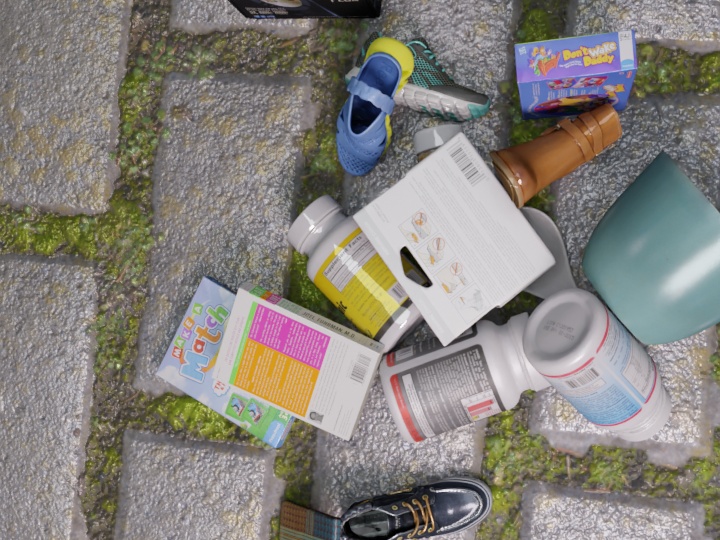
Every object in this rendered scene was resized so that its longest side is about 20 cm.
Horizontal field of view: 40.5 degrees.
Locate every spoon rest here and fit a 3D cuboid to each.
[{"bbox_3d":[0.239,0.007,1.235,0.099,0.061,0.201,-42,81,6],"label":"spoon rest"}]

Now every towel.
[{"bbox_3d":[-0.067,0.409,1.253,0.146,0.021,0.205,-2,84,56],"label":"towel"}]

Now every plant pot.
[{"bbox_3d":[0.359,-0.011,1.149,0.161,0.200,0.202,-42,80,17],"label":"plant pot"}]

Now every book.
[{"bbox_3d":[-0.080,0.115,1.241,0.197,0.048,0.136,25,116,10],"label":"book"}]

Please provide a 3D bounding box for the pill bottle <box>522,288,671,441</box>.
[{"bbox_3d":[0.285,0.118,1.151,0.109,0.109,0.200,-44,123,6],"label":"pill bottle"}]

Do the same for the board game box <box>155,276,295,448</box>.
[{"bbox_3d":[-0.160,0.123,1.324,0.198,0.037,0.153,28,93,13],"label":"board game box"}]

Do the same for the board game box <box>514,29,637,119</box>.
[{"bbox_3d":[0.256,-0.230,1.172,0.132,0.200,0.046,-4,86,11],"label":"board game box"}]

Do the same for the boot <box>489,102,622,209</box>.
[{"bbox_3d":[0.242,-0.141,1.170,0.153,0.200,0.078,-27,85,17],"label":"boot"}]

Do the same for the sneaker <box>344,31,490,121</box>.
[{"bbox_3d":[0.080,-0.258,1.276,0.197,0.078,0.093,18,87,10],"label":"sneaker"}]

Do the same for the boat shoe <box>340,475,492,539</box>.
[{"bbox_3d":[0.070,0.313,1.238,0.196,0.091,0.072,-14,85,10],"label":"boat shoe"}]

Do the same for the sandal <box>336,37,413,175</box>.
[{"bbox_3d":[0.004,-0.196,1.239,0.078,0.202,0.088,24,48,8],"label":"sandal"}]

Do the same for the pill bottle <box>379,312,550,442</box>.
[{"bbox_3d":[0.132,0.131,1.222,0.197,0.116,0.118,-20,83,10],"label":"pill bottle"}]

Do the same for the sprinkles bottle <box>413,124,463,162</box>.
[{"bbox_3d":[0.115,-0.082,1.261,0.067,0.068,0.204,-9,86,11],"label":"sprinkles bottle"}]

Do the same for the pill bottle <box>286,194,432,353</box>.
[{"bbox_3d":[0.000,0.000,1.259,0.111,0.111,0.200,-45,79,6],"label":"pill bottle"}]

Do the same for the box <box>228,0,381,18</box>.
[{"bbox_3d":[-0.080,-0.394,1.269,0.196,0.164,0.088,3,87,11],"label":"box"}]

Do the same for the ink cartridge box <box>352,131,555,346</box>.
[{"bbox_3d":[0.114,-0.037,1.202,0.172,0.044,0.201,-36,86,-1],"label":"ink cartridge box"}]
